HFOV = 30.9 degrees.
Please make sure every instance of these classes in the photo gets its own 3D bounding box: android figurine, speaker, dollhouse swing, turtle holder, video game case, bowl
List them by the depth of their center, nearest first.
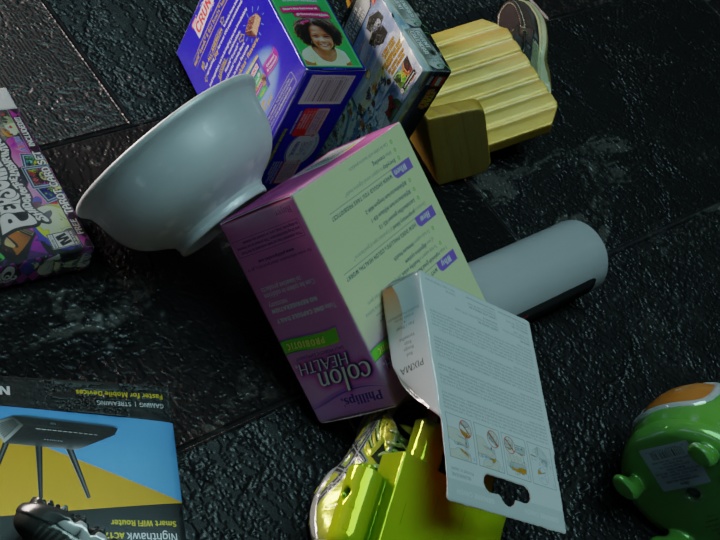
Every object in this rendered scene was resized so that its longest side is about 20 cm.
[{"bbox_3d":[0.051,0.229,1.048,0.181,0.041,0.202,32,64,-29],"label":"android figurine"},{"bbox_3d":[-0.355,-0.068,1.135,0.180,0.036,0.201,-14,60,-36],"label":"video game case"},{"bbox_3d":[-0.146,-0.077,1.158,0.091,0.201,0.201,51,46,1],"label":"bowl"},{"bbox_3d":[0.335,0.187,1.214,0.185,0.141,0.132,33,43,3],"label":"turtle holder"},{"bbox_3d":[0.160,0.012,1.315,0.199,0.081,0.081,-22,64,-40],"label":"speaker"},{"bbox_3d":[0.110,-0.231,1.431,0.174,0.182,0.201,-26,62,-4],"label":"dollhouse swing"}]

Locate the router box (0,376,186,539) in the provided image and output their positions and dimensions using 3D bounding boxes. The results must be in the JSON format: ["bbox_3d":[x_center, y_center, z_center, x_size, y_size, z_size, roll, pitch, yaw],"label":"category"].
[{"bbox_3d":[-0.238,0.156,0.989,0.198,0.051,0.150,5,51,-25],"label":"router box"}]

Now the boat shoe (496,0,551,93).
[{"bbox_3d":[0.186,-0.259,1.572,0.064,0.073,0.202,15,46,-23],"label":"boat shoe"}]

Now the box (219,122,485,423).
[{"bbox_3d":[0.000,0.000,1.161,0.176,0.096,0.201,-39,105,-47],"label":"box"}]

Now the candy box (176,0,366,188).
[{"bbox_3d":[-0.095,-0.211,1.307,0.076,0.170,0.201,-6,55,-36],"label":"candy box"}]

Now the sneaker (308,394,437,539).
[{"bbox_3d":[0.014,0.167,1.102,0.075,0.077,0.201,28,45,-6],"label":"sneaker"}]

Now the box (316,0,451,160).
[{"bbox_3d":[0.006,-0.177,1.310,0.040,0.201,0.138,-3,54,-35],"label":"box"}]

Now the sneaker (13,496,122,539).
[{"bbox_3d":[-0.177,0.246,0.908,0.200,0.066,0.091,47,63,-16],"label":"sneaker"}]

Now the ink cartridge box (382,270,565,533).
[{"bbox_3d":[0.096,0.116,1.093,0.161,0.050,0.202,24,51,-42],"label":"ink cartridge box"}]
